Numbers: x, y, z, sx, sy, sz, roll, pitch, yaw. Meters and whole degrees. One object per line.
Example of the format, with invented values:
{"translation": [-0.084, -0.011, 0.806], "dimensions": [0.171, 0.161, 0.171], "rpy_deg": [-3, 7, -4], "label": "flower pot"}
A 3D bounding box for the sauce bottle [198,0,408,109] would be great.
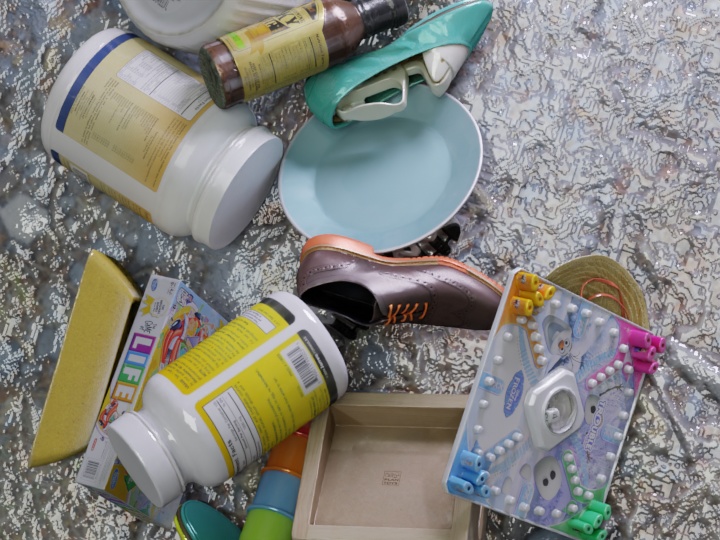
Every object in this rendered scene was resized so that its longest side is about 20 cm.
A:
{"translation": [-0.051, -0.211, 1.672], "dimensions": [0.198, 0.065, 0.065], "rpy_deg": [-24, 79, -18], "label": "sauce bottle"}

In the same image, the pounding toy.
{"translation": [0.019, 0.232, 1.634], "dimensions": [0.182, 0.143, 0.202], "rpy_deg": [0, 51, 12], "label": "pounding toy"}

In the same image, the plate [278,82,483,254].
{"translation": [0.020, -0.092, 1.706], "dimensions": [0.198, 0.026, 0.202], "rpy_deg": [-9, 53, 12], "label": "plate"}

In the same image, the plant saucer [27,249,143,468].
{"translation": [-0.246, 0.087, 1.691], "dimensions": [0.048, 0.200, 0.202], "rpy_deg": [15, 88, -1], "label": "plant saucer"}

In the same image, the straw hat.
{"translation": [0.169, 0.080, 1.652], "dimensions": [0.085, 0.200, 0.203], "rpy_deg": [12, 85, 50], "label": "straw hat"}

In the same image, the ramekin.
{"translation": [-0.145, -0.298, 1.716], "dimensions": [0.198, 0.105, 0.203], "rpy_deg": [3, 96, 33], "label": "ramekin"}

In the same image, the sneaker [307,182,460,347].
{"translation": [0.000, 0.000, 1.713], "dimensions": [0.200, 0.075, 0.081], "rpy_deg": [-41, 68, -2], "label": "sneaker"}

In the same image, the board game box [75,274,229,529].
{"translation": [-0.184, 0.123, 1.677], "dimensions": [0.034, 0.134, 0.202], "rpy_deg": [11, 73, 26], "label": "board game box"}

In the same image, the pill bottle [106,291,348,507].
{"translation": [-0.118, 0.116, 1.591], "dimensions": [0.199, 0.113, 0.113], "rpy_deg": [-34, 77, -19], "label": "pill bottle"}

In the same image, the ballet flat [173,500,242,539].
{"translation": [-0.107, 0.301, 1.706], "dimensions": [0.199, 0.067, 0.067], "rpy_deg": [37, 121, 12], "label": "ballet flat"}

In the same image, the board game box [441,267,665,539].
{"translation": [0.175, 0.123, 1.592], "dimensions": [0.026, 0.199, 0.202], "rpy_deg": [11, 80, 51], "label": "board game box"}

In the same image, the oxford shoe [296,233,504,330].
{"translation": [0.038, 0.029, 1.623], "dimensions": [0.198, 0.073, 0.072], "rpy_deg": [11, 129, 1], "label": "oxford shoe"}

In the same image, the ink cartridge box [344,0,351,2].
{"translation": [0.011, -0.371, 1.742], "dimensions": [0.147, 0.076, 0.202], "rpy_deg": [-27, 81, 8], "label": "ink cartridge box"}

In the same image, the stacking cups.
{"translation": [-0.076, 0.213, 1.682], "dimensions": [0.060, 0.061, 0.202], "rpy_deg": [10, 60, 12], "label": "stacking cups"}

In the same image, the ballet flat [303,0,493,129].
{"translation": [0.044, -0.186, 1.714], "dimensions": [0.198, 0.067, 0.071], "rpy_deg": [-24, 67, 4], "label": "ballet flat"}

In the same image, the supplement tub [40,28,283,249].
{"translation": [-0.187, -0.123, 1.722], "dimensions": [0.199, 0.144, 0.145], "rpy_deg": [32, 91, 13], "label": "supplement tub"}
